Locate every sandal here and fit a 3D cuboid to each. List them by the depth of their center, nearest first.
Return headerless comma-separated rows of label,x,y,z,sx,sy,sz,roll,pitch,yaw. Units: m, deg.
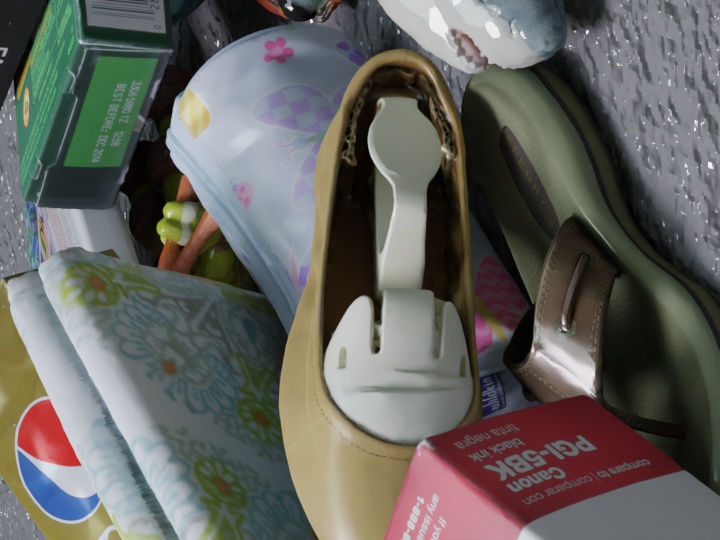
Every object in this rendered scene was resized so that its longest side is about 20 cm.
sandal,0.070,0.015,0.924,0.202,0.057,0.080,61,149,35

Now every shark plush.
shark plush,0.034,-0.163,0.965,0.083,0.090,0.201,-15,65,46

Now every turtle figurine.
turtle figurine,-0.073,-0.011,1.214,0.201,0.064,0.162,99,157,-53

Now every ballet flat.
ballet flat,0.008,0.009,0.924,0.063,0.068,0.201,103,167,-50

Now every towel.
towel,-0.028,0.081,1.007,0.048,0.171,0.200,-49,54,24

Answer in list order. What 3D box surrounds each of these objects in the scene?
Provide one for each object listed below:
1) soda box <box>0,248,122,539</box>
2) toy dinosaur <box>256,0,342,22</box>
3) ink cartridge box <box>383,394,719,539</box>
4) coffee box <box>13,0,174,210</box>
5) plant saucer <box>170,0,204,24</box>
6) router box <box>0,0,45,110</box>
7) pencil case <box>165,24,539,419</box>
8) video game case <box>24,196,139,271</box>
soda box,-0.074,0.091,1.071,0.200,0.064,0.068,50,127,18
toy dinosaur,-0.031,-0.196,1.077,0.182,0.104,0.201,86,-165,-46
ink cartridge box,0.088,0.155,0.829,0.200,0.083,0.148,38,122,34
coffee box,-0.116,-0.142,1.158,0.123,0.044,0.201,119,148,-54
plant saucer,-0.091,-0.207,1.212,0.200,0.027,0.201,40,135,55
router box,-0.166,-0.164,1.141,0.200,0.062,0.151,123,144,-56
pencil case,0.000,0.000,1.029,0.083,0.090,0.201,81,164,-53
video game case,-0.121,0.018,1.247,0.183,0.024,0.201,95,159,-49
